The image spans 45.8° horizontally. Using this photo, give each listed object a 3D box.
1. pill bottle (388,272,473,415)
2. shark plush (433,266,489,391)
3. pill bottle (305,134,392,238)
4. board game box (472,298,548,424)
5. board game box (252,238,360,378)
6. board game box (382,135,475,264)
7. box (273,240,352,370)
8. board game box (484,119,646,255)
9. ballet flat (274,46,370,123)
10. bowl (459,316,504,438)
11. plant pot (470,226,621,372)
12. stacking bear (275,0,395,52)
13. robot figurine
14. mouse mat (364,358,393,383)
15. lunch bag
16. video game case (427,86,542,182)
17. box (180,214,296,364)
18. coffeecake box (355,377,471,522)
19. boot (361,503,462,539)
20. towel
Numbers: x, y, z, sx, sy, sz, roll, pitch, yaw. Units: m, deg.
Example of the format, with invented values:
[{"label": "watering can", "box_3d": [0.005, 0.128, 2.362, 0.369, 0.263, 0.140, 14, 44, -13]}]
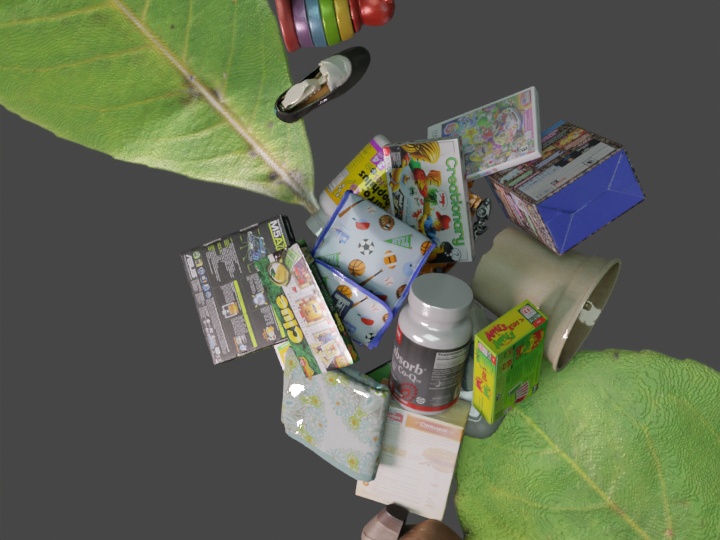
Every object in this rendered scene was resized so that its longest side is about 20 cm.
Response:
[{"label": "pill bottle", "box_3d": [0.109, 0.112, 1.302, 0.115, 0.116, 0.201, 15, 124, 13]}, {"label": "shark plush", "box_3d": [0.156, 0.092, 1.363, 0.083, 0.091, 0.201, -31, 89, 40]}, {"label": "pill bottle", "box_3d": [0.000, -0.129, 1.460, 0.200, 0.104, 0.104, -46, 80, 8]}, {"label": "board game box", "box_3d": [0.223, 0.142, 1.290, 0.101, 0.201, 0.048, -32, 55, -19]}, {"label": "board game box", "box_3d": [-0.084, 0.061, 1.295, 0.104, 0.023, 0.201, -22, 95, 40]}, {"label": "board game box", "box_3d": [0.112, -0.110, 1.377, 0.126, 0.035, 0.201, -4, 105, 21]}, {"label": "box", "box_3d": [-0.108, 0.060, 1.475, 0.101, 0.112, 0.201, -24, 82, 13]}, {"label": "board game box", "box_3d": [0.309, -0.133, 1.318, 0.159, 0.200, 0.097, -33, 115, 0]}, {"label": "ballet flat", "box_3d": [-0.069, -0.327, 1.498, 0.200, 0.068, 0.068, -36, 81, 9]}, {"label": "bowl", "box_3d": [0.168, 0.170, 1.427, 0.199, 0.075, 0.201, 23, 93, 10]}, {"label": "plant pot", "box_3d": [0.285, 0.029, 1.361, 0.183, 0.200, 0.201, 30, 95, 23]}, {"label": "stacking bear", "box_3d": [-0.038, -0.452, 1.479, 0.199, 0.121, 0.114, -10, 84, 5]}, {"label": "robot figurine", "box_3d": [0.131, -0.074, 1.452, 0.145, 0.058, 0.200, 37, 97, 11]}, {"label": "mouse mat", "box_3d": [0.042, 0.253, 1.491, 0.199, 0.008, 0.162, -28, 83, 10]}, {"label": "lunch bag", "box_3d": [0.000, 0.000, 1.328, 0.170, 0.124, 0.201, 32, 95, 1]}, {"label": "video game case", "box_3d": [0.198, -0.212, 1.395, 0.199, 0.018, 0.144, -17, 50, 29]}, {"label": "box", "box_3d": [-0.181, 0.033, 1.414, 0.192, 0.048, 0.201, -20, 84, 10]}, {"label": "coffeecake box", "box_3d": [0.085, 0.295, 1.401, 0.153, 0.073, 0.201, 15, 119, 12]}, {"label": "boot", "box_3d": [0.091, 0.478, 1.420, 0.199, 0.070, 0.147, 31, 129, 23]}, {"label": "towel", "box_3d": [-0.045, 0.226, 1.369, 0.199, 0.048, 0.172, 24, 123, 30]}]
